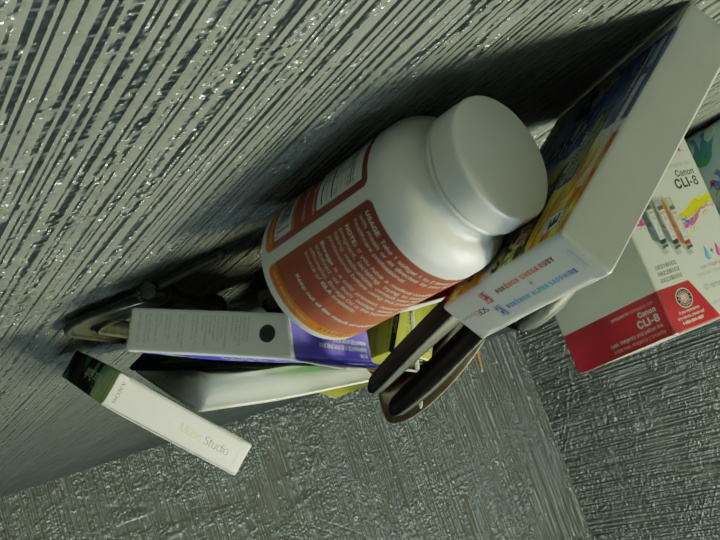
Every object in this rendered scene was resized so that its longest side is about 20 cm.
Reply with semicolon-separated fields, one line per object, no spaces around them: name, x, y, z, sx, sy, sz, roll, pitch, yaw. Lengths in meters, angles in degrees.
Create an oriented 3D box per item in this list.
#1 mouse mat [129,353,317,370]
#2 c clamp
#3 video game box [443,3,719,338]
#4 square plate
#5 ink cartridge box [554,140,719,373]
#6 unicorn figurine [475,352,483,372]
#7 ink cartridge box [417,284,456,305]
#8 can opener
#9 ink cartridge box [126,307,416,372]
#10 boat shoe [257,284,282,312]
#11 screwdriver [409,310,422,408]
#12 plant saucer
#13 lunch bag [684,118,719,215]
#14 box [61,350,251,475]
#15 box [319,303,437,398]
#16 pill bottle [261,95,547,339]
mouse mat;-0.133;0.085;0.973;0.197;0.008;0.161;-2;-173;-2
c clamp;-0.181;0.038;0.851;0.169;0.027;0.200;-21;170;1
video game box;0.151;-0.061;0.630;0.201;0.047;0.182;-56;-178;-23
square plate;-0.117;0.102;0.974;0.198;0.029;0.197;-6;-171;-31
ink cartridge box;0.280;-0.022;0.954;0.144;0.202;0.144;-14;167;-33
unicorn figurine;0.168;0.012;1.149;0.073;0.202;0.137;22;-172;17
ink cartridge box;0.086;0.000;0.841;0.197;0.048;0.160;-14;175;-13
can opener;0.087;0.038;0.730;0.199;0.064;0.079;-36;-174;5
ink cartridge box;-0.068;0.062;0.805;0.197;0.044;0.198;4;175;19
boat shoe;-0.063;0.042;0.972;0.071;0.073;0.200;-17;170;-14
screwdriver;0.054;0.044;0.914;0.028;0.202;0.029;15;137;-24
plant saucer;0.082;0.081;1.029;0.201;0.032;0.200;-49;-168;14
lunch bag;0.419;-0.060;1.022;0.126;0.202;0.170;-13;169;-35
box;-0.203;0.134;0.885;0.144;0.037;0.199;35;164;-23
box;0.007;0.086;1.026;0.050;0.076;0.199;23;150;-26
pill bottle;0.027;-0.034;0.627;0.111;0.114;0.199;-11;167;-43
